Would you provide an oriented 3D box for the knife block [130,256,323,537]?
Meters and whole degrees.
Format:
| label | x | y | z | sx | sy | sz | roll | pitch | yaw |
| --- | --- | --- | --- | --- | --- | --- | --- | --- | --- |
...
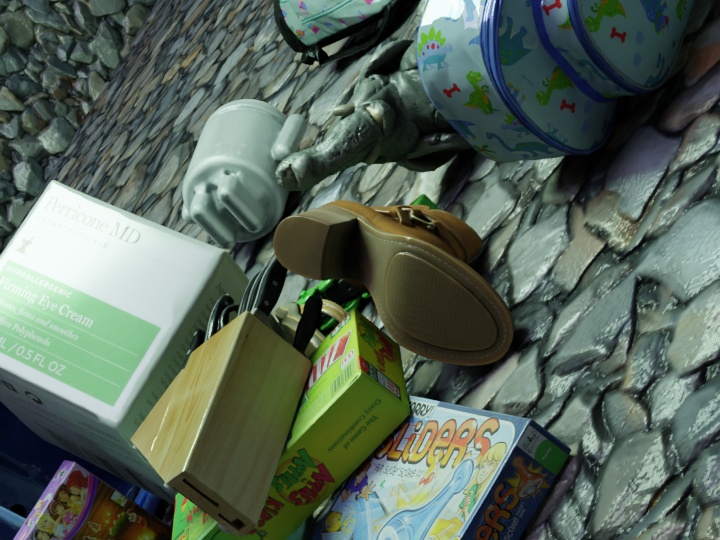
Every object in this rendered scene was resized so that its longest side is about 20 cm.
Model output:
| label | x | y | z | sx | sy | sz | roll | pitch | yaw |
| --- | --- | --- | --- | --- | --- | --- | --- | --- | --- |
| knife block | -0.076 | 0.075 | 1.150 | 0.176 | 0.064 | 0.200 | -54 | 18 | -5 |

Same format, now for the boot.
| label | x | y | z | sx | sy | sz | roll | pitch | yaw |
| --- | --- | --- | --- | --- | --- | --- | --- | --- | --- |
| boot | 0.051 | 0.002 | 1.212 | 0.155 | 0.198 | 0.078 | -11 | -64 | -58 |

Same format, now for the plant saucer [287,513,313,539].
| label | x | y | z | sx | sy | sz | roll | pitch | yaw |
| --- | --- | --- | --- | --- | --- | --- | --- | --- | --- |
| plant saucer | -0.087 | 0.237 | 1.196 | 0.201 | 0.039 | 0.202 | -46 | 20 | 21 |

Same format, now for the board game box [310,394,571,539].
| label | x | y | z | sx | sy | sz | roll | pitch | yaw |
| --- | --- | --- | --- | --- | --- | --- | --- | --- | --- |
| board game box | 0.040 | 0.149 | 1.043 | 0.136 | 0.034 | 0.200 | -58 | 18 | -12 |

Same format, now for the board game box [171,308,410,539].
| label | x | y | z | sx | sy | sz | roll | pitch | yaw |
| --- | --- | --- | --- | --- | --- | --- | --- | --- | --- |
| board game box | -0.051 | 0.130 | 1.167 | 0.200 | 0.048 | 0.102 | -46 | 18 | 16 |

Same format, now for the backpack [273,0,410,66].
| label | x | y | z | sx | sy | sz | roll | pitch | yaw |
| --- | --- | --- | --- | --- | --- | --- | --- | --- | --- |
| backpack | -0.011 | -0.339 | 1.939 | 0.168 | 0.126 | 0.199 | -57 | 21 | -21 |

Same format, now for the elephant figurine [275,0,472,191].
| label | x | y | z | sx | sy | sz | roll | pitch | yaw |
| --- | --- | --- | --- | --- | --- | --- | --- | --- | --- |
| elephant figurine | 0.040 | -0.141 | 1.408 | 0.199 | 0.155 | 0.143 | -33 | 47 | 28 |

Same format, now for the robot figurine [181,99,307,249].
| label | x | y | z | sx | sy | sz | roll | pitch | yaw |
| --- | --- | --- | --- | --- | --- | --- | --- | --- | --- |
| robot figurine | -0.128 | -0.111 | 1.828 | 0.169 | 0.113 | 0.201 | -27 | 28 | 25 |

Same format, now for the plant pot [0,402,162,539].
| label | x | y | z | sx | sy | sz | roll | pitch | yaw |
| --- | --- | --- | --- | --- | --- | --- | --- | --- | --- |
| plant pot | -0.304 | 0.204 | 1.572 | 0.180 | 0.199 | 0.201 | -46 | 18 | 44 |

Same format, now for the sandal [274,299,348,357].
| label | x | y | z | sx | sy | sz | roll | pitch | yaw |
| --- | --- | --- | --- | --- | --- | --- | --- | --- | --- |
| sandal | -0.025 | 0.056 | 1.344 | 0.054 | 0.081 | 0.200 | -31 | 14 | -3 |

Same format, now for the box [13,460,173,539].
| label | x | y | z | sx | sy | sz | roll | pitch | yaw |
| --- | --- | --- | --- | --- | --- | --- | --- | --- | --- |
| box | -0.232 | 0.273 | 1.338 | 0.201 | 0.136 | 0.039 | -59 | 18 | -15 |

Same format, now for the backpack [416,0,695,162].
| label | x | y | z | sx | sy | sz | roll | pitch | yaw |
| --- | --- | --- | --- | --- | --- | --- | --- | --- | --- |
| backpack | 0.137 | -0.184 | 1.187 | 0.146 | 0.183 | 0.202 | 4 | 66 | 45 |

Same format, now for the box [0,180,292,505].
| label | x | y | z | sx | sy | sz | roll | pitch | yaw |
| --- | --- | --- | --- | --- | --- | --- | --- | --- | --- |
| box | -0.192 | 0.068 | 1.402 | 0.198 | 0.200 | 0.172 | 21 | 69 | 28 |

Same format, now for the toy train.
| label | x | y | z | sx | sy | sz | roll | pitch | yaw |
| --- | --- | --- | --- | --- | --- | --- | --- | --- | --- |
| toy train | 0.000 | 0.000 | 1.421 | 0.200 | 0.042 | 0.057 | -38 | 14 | 41 |
